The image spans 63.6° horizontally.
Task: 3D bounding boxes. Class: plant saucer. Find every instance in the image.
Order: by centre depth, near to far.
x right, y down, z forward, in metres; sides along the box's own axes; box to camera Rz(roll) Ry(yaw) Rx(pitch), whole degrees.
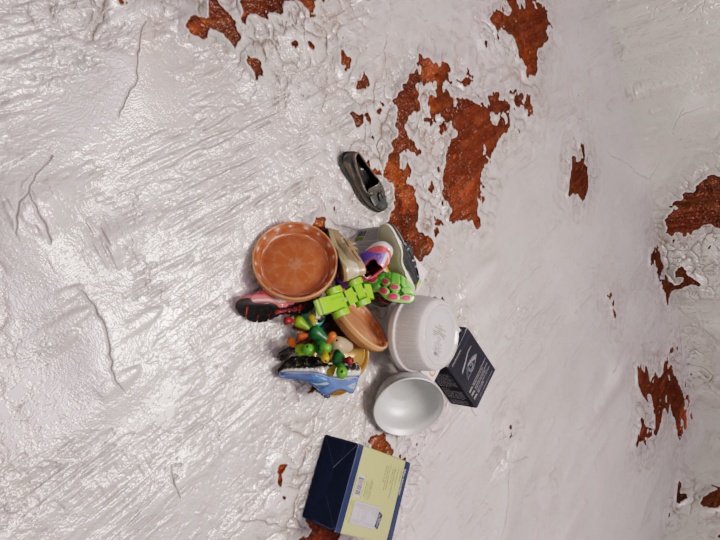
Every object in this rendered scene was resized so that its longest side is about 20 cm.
[{"bbox_3d":[-0.150,-0.019,1.332,0.194,0.033,0.205,4,61,-6],"label":"plant saucer"},{"bbox_3d":[-0.012,0.126,1.445,0.037,0.202,0.199,-43,126,13],"label":"plant saucer"}]

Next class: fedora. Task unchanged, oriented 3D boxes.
[{"bbox_3d":[-0.038,0.218,1.457,0.197,0.081,0.207,2,86,-41],"label":"fedora"}]

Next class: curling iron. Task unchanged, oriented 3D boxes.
[{"bbox_3d":[-0.120,0.163,1.402,0.198,0.049,0.026,-31,90,-34],"label":"curling iron"}]

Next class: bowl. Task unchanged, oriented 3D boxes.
[{"bbox_3d":[0.122,0.341,1.568,0.195,0.091,0.206,-5,121,-8],"label":"bowl"}]

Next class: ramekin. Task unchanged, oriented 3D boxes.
[{"bbox_3d":[0.170,0.162,1.494,0.197,0.103,0.207,-1,91,-48],"label":"ramekin"}]

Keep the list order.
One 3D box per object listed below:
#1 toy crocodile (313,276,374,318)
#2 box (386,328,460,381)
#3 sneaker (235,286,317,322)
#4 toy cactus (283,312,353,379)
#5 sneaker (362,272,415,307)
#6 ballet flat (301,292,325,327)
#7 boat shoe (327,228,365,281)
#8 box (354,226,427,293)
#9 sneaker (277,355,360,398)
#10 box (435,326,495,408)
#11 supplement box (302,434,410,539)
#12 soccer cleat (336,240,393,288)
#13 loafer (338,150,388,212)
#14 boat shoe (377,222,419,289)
[{"bbox_3d":[-0.036,0.067,1.348,0.198,0.061,0.069,-20,84,-48],"label":"toy crocodile"},{"bbox_3d":[0.182,0.204,1.650,0.125,0.096,0.202,52,56,-28],"label":"box"},{"bbox_3d":[-0.200,0.061,1.341,0.195,0.074,0.088,-4,53,-31],"label":"sneaker"},{"bbox_3d":[-0.075,0.165,1.334,0.163,0.198,0.105,7,110,-54],"label":"toy cactus"},{"bbox_3d":[0.065,0.051,1.484,0.083,0.197,0.078,37,70,-44],"label":"sneaker"},{"bbox_3d":[-0.101,0.041,1.416,0.066,0.069,0.206,11,80,-40],"label":"ballet flat"},{"bbox_3d":[-0.038,-0.040,1.407,0.063,0.202,0.073,-9,126,-12],"label":"boat shoe"},{"bbox_3d":[0.072,-0.013,1.550,0.200,0.111,0.103,45,61,-32],"label":"box"},{"bbox_3d":[-0.099,0.256,1.361,0.194,0.079,0.092,7,104,-1],"label":"sneaker"},{"bbox_3d":[0.298,0.289,1.747,0.202,0.103,0.149,53,57,-26],"label":"box"},{"bbox_3d":[-0.006,0.541,1.438,0.198,0.132,0.205,31,68,-37],"label":"supplement box"},{"bbox_3d":[0.000,0.000,1.426,0.068,0.198,0.074,40,43,-19],"label":"soccer cleat"},{"bbox_3d":[0.019,-0.233,1.542,0.201,0.062,0.073,49,59,-29],"label":"loafer"},{"bbox_3d":[0.104,-0.040,1.457,0.066,0.073,0.203,-41,115,-36],"label":"boat shoe"}]
